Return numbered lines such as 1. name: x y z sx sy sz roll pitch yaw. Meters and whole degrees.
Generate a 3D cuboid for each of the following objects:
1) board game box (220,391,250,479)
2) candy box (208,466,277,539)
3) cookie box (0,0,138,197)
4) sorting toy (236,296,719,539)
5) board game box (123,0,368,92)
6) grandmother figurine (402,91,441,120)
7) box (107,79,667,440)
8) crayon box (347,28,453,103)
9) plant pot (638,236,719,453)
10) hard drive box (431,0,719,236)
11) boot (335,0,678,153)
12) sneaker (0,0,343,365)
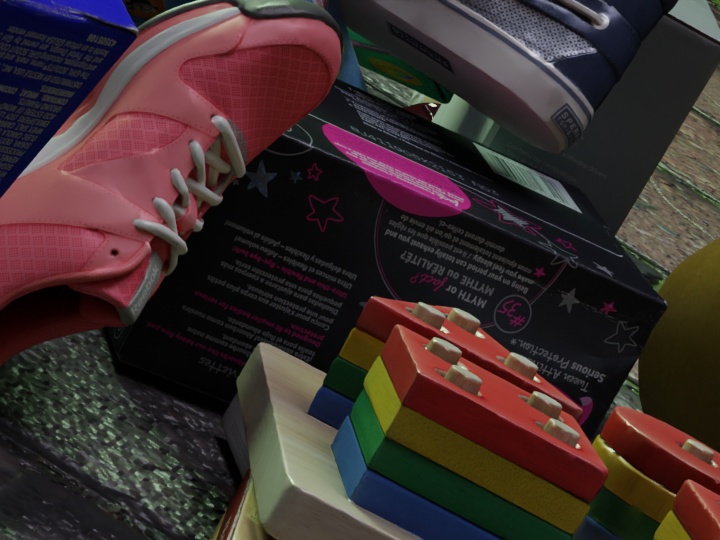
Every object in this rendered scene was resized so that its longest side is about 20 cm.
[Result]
1. board game box: 0.050 0.110 1.124 0.200 0.035 0.126 23 18 -25
2. candy box: 0.035 0.146 0.949 0.200 0.055 0.115 28 14 -4
3. cookie box: -0.178 -0.067 0.895 0.075 0.200 0.171 14 39 -47
4. sorting toy: 0.064 0.077 1.009 0.200 0.070 0.199 28 8 -10
5. board game box: -0.104 -0.115 1.296 0.199 0.037 0.151 15 -17 13
6. grandmother figurine: 0.058 -0.058 1.600 0.121 0.061 0.200 35 17 -17
7. box: 0.000 0.000 1.221 0.200 0.115 0.132 24 16 -22
8. crayon box: -0.019 -0.173 1.387 0.200 0.119 0.058 25 -11 24
9. plant pot: 0.213 0.049 1.370 0.142 0.201 0.200 8 -2 42
10. hard drive box: 0.080 -0.055 1.371 0.077 0.200 0.156 28 16 -9
11. boot: 0.036 -0.137 1.258 0.200 0.090 0.073 36 -11 17
12. sneaker: -0.083 -0.021 1.064 0.087 0.200 0.074 55 -7 33
